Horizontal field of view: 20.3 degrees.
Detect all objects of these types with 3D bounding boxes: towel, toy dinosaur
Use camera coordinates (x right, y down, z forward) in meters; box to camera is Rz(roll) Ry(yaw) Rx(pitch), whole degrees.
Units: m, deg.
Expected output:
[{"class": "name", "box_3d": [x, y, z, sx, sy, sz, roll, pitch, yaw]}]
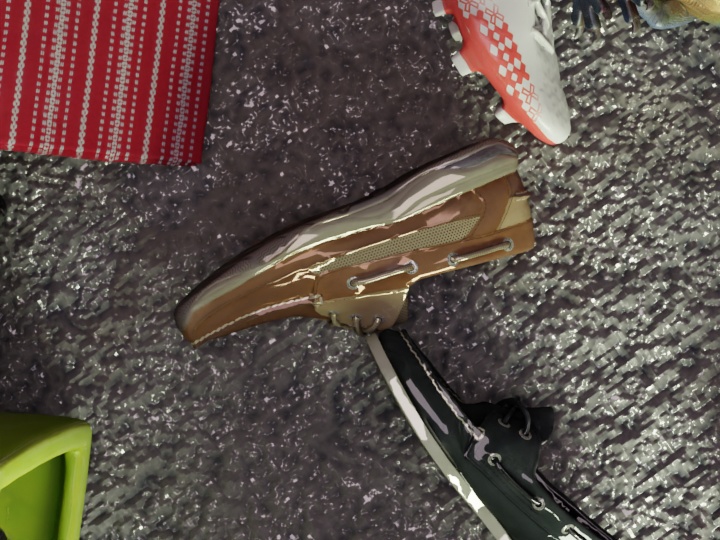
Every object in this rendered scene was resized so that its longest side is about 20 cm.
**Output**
[{"class": "towel", "box_3d": [-0.149, -0.129, 1.001, 0.022, 0.199, 0.146, 9, 94, 42]}, {"class": "toy dinosaur", "box_3d": [0.209, -0.152, 1.040, 0.180, 0.105, 0.201, -10, 80, -21]}]

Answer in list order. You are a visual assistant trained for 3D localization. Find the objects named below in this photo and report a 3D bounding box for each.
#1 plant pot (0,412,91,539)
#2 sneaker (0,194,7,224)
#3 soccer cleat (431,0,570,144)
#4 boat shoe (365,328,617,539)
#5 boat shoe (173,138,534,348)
[{"class": "plant pot", "box_3d": [-0.251, 0.165, 0.994, 0.180, 0.200, 0.200, 8, 93, 6]}, {"class": "sneaker", "box_3d": [-0.236, -0.019, 1.012, 0.060, 0.200, 0.105, 8, 116, -43]}, {"class": "soccer cleat", "box_3d": [0.074, -0.164, 1.041, 0.085, 0.069, 0.201, -26, 88, 17]}, {"class": "boat shoe", "box_3d": [0.080, 0.100, 1.048, 0.066, 0.075, 0.200, -35, 97, 4]}, {"class": "boat shoe", "box_3d": [0.000, 0.000, 1.048, 0.199, 0.076, 0.072, -24, 95, 2]}]
